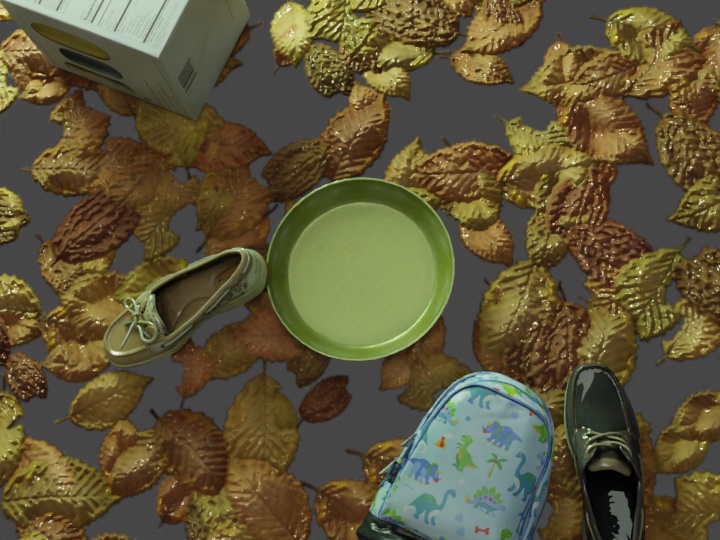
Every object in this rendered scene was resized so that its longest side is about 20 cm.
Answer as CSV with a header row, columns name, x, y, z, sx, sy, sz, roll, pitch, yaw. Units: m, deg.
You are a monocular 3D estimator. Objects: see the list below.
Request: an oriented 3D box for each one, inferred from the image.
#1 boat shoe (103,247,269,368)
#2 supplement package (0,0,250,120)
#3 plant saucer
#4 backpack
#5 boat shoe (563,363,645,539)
name,x,y,z,sx,sy,sz,roll,pitch,yaw
boat shoe,-0.192,0.033,1.023,0.200,0.063,0.073,-34,72,7
supplement package,-0.255,-0.293,1.092,0.199,0.152,0.151,22,77,12
plant saucer,0.000,0.000,1.041,0.199,0.031,0.201,-1,73,5
backpack,0.106,0.196,0.924,0.163,0.154,0.200,27,64,20
boat shoe,0.240,0.183,0.937,0.074,0.073,0.201,-8,72,3
